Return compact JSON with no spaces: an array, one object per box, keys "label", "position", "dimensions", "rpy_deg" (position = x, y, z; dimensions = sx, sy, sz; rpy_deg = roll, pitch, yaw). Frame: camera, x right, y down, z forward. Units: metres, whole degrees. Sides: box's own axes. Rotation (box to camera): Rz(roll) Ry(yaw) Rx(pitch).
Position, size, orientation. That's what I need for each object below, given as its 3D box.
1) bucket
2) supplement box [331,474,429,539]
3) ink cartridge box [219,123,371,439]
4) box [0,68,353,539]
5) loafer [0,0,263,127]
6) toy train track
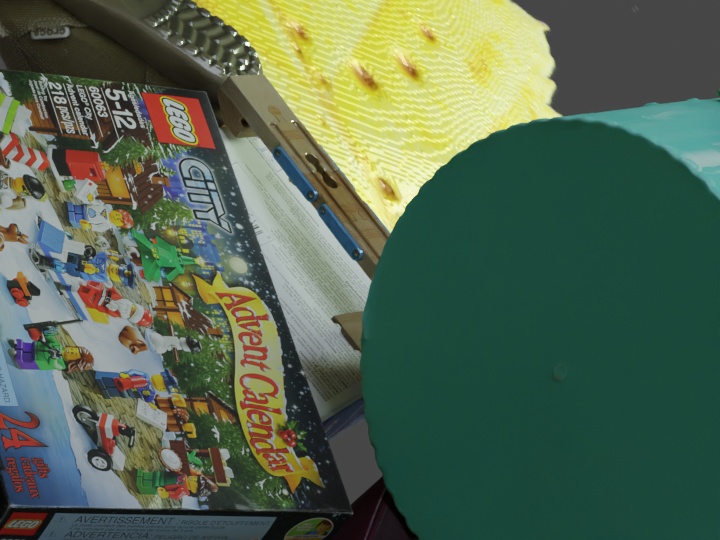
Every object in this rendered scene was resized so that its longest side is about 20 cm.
[{"label":"bucket","position":[0.109,0.034,1.018],"dimensions":[0.135,0.207,0.207],"rpy_deg":[-2,54,-52]},{"label":"supplement box","position":[0.042,0.185,1.043],"dimensions":[0.200,0.110,0.086],"rpy_deg":[44,25,-7]},{"label":"ink cartridge box","position":[-0.057,0.017,1.163],"dimensions":[0.136,0.076,0.200],"rpy_deg":[50,25,7]},{"label":"box","position":[-0.096,0.014,1.020],"dimensions":[0.137,0.038,0.200],"rpy_deg":[3,50,-33]},{"label":"loafer","position":[-0.140,-0.115,1.238],"dimensions":[0.200,0.067,0.076],"rpy_deg":[35,21,9]},{"label":"toy train track","position":[0.000,0.000,1.160],"dimensions":[0.115,0.033,0.200],"rpy_deg":[-7,53,-50]}]
